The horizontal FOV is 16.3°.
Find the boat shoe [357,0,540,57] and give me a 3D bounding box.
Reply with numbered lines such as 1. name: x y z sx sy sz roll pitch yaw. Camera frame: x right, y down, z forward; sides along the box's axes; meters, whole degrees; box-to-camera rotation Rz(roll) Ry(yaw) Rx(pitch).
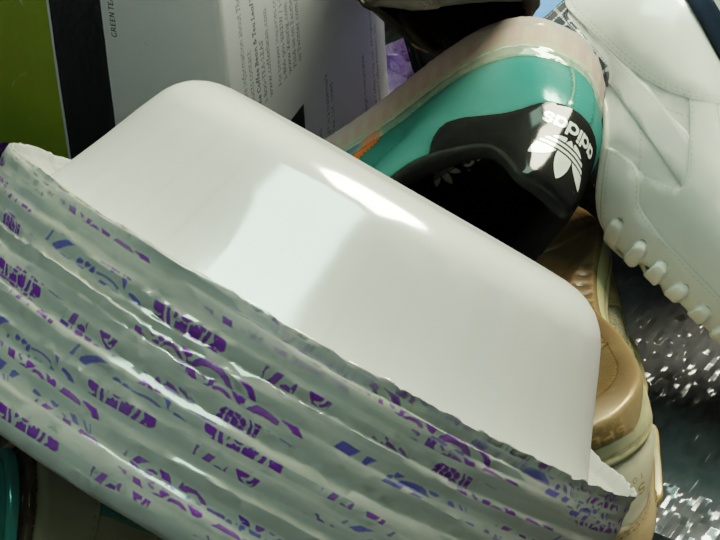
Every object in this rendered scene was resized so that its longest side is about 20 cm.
1. boat shoe: 0.029 -0.103 0.865 0.071 0.061 0.201 1 -4 8

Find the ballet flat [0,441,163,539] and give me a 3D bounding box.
1. ballet flat: -0.105 0.093 0.751 0.069 0.070 0.200 -32 3 -30

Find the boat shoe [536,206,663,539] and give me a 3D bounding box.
1. boat shoe: 0.062 0.036 0.867 0.071 0.065 0.200 -16 23 5

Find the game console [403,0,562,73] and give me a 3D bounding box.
1. game console: 0.105 -0.177 0.977 0.199 0.119 0.173 -13 76 -11

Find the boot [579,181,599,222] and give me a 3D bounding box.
1. boot: 0.155 -0.059 0.967 0.199 0.068 0.131 26 43 8

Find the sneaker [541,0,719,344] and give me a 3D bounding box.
1. sneaker: 0.127 -0.011 0.864 0.080 0.076 0.201 -26 84 3

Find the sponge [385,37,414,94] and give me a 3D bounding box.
1. sponge: 0.104 -0.085 1.035 0.199 0.030 0.111 -27 45 -25

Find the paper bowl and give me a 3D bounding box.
1. paper bowl: -0.014 0.022 0.696 0.200 0.200 0.105 32 93 35

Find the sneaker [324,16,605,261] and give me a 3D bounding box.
1. sneaker: 0.000 0.000 0.832 0.071 0.200 0.080 36 34 -18

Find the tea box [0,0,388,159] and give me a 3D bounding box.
1. tea box: -0.103 -0.104 0.938 0.196 0.201 0.134 15 43 20

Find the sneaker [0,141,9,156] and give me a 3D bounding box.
1. sneaker: -0.161 -0.017 0.913 0.199 0.088 0.074 26 11 23
